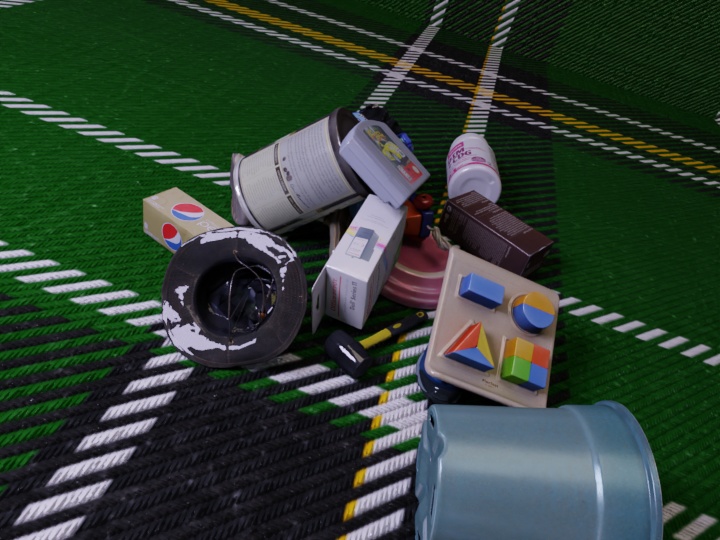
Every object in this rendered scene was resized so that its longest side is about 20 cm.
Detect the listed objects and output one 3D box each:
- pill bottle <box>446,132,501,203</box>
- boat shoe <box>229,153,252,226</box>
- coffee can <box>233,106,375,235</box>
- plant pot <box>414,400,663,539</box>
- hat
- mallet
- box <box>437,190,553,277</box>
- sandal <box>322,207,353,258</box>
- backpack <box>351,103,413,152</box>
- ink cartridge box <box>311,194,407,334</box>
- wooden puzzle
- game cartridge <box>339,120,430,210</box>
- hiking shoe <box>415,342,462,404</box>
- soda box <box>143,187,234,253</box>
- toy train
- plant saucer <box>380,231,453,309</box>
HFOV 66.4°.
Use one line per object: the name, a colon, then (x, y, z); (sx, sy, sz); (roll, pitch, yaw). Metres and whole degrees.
pill bottle: (0.248, -0.223, 1.225); (0.112, 0.114, 0.201); (14, 36, -3)
boat shoe: (-0.195, -0.151, 0.991); (0.072, 0.075, 0.201); (3, 40, -18)
coffee can: (-0.086, -0.156, 0.900); (0.198, 0.147, 0.147); (-19, 29, 22)
plant pot: (0.161, 0.224, 0.565); (0.193, 0.202, 0.201); (8, 37, 0)
hat: (-0.162, 0.036, 0.743); (0.199, 0.203, 0.081); (22, -3, 8)
mallet: (0.041, 0.100, 0.797); (0.198, 0.041, 0.066); (-13, 46, -40)
box: (0.259, -0.070, 1.068); (0.100, 0.076, 0.199); (-22, 50, -41)
sandal: (-0.038, -0.066, 0.956); (0.053, 0.081, 0.201); (-20, 35, 22)
backpack: (-0.021, -0.206, 1.040); (0.135, 0.183, 0.199); (48, 42, 14)
ink cartridge box: (0.000, 0.000, 0.801); (0.067, 0.118, 0.201); (20, 53, 12)
wooden puzzle: (0.191, 0.077, 0.748); (0.183, 0.046, 0.202); (22, 61, -11)
game cartridge: (0.039, -0.168, 0.837); (0.133, 0.041, 0.200); (44, 25, -1)
hiking shoe: (0.129, 0.101, 0.783); (0.074, 0.087, 0.201); (20, 37, 5)
soda box: (-0.244, -0.048, 0.848); (0.199, 0.065, 0.068); (32, 39, 20)
toy train: (0.066, -0.077, 0.916); (0.114, 0.085, 0.201); (-14, 45, -20)
plant saucer: (0.093, -0.018, 0.954); (0.198, 0.051, 0.202); (11, 36, -8)
